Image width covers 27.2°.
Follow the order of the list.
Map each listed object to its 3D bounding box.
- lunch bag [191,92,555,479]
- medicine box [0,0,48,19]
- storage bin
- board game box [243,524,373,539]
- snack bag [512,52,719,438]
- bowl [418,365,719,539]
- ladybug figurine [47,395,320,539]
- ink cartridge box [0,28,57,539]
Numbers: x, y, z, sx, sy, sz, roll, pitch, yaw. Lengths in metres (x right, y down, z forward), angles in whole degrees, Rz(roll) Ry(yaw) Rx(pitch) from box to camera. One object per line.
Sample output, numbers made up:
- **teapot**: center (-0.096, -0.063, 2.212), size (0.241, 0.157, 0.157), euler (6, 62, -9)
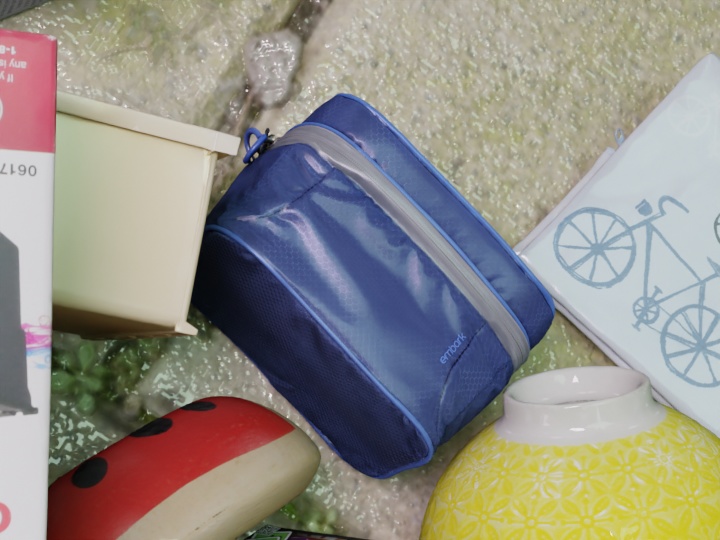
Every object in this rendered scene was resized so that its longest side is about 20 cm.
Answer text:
- **lunch bag**: center (0.000, 0.000, 0.830), size (0.200, 0.136, 0.132), euler (47, 66, -5)
- **medicine box**: center (-0.184, -0.256, 0.829), size (0.199, 0.103, 0.183), euler (-28, 90, -24)
- **storage bin**: center (-0.191, -0.030, 0.711), size (0.199, 0.198, 0.094), euler (12, 82, -25)
- **board game box**: center (0.000, 0.162, 0.722), size (0.105, 0.199, 0.024), euler (-28, 113, -51)
- **snack bag**: center (0.224, -0.016, 0.943), size (0.188, 0.021, 0.200), euler (42, 81, 5)
- **bowl**: center (0.122, 0.114, 0.806), size (0.199, 0.200, 0.108), euler (-11, 101, -23)
- **ladybug figurine**: center (-0.099, 0.117, 0.753), size (0.072, 0.136, 0.200), euler (57, 28, 5)
- **ink cartridge box**: center (-0.192, 0.010, 0.551), size (0.147, 0.086, 0.201), euler (2, 84, -27)
